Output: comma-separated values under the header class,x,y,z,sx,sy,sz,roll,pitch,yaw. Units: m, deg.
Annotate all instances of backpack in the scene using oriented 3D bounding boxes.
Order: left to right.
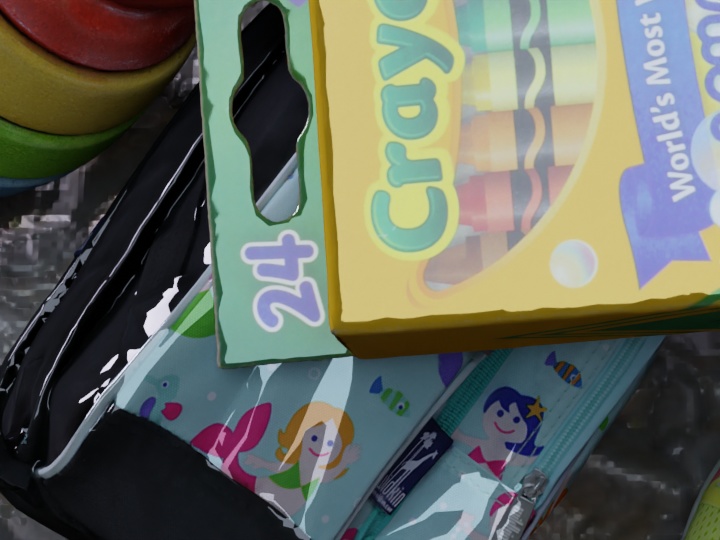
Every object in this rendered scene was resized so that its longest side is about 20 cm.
class,x,y,z,sx,sy,sz,roll,pitch,yaw
backpack,0.000,0.000,0.762,0.150,0.178,0.200,30,80,-11

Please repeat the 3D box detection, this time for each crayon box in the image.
class,x,y,z,sx,sy,sz,roll,pitch,yaw
crayon box,0.058,-0.049,0.640,0.200,0.052,0.126,-5,81,6

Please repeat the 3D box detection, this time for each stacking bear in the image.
class,x,y,z,sx,sy,sz,roll,pitch,yaw
stacking bear,-0.089,-0.087,0.769,0.200,0.121,0.114,-27,73,46

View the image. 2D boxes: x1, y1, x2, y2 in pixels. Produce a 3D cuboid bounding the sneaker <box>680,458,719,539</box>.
class,x,y,z,sx,sy,sz,roll,pitch,yaw
sneaker,0.149,0.043,0.772,0.078,0.090,0.200,35,87,13
